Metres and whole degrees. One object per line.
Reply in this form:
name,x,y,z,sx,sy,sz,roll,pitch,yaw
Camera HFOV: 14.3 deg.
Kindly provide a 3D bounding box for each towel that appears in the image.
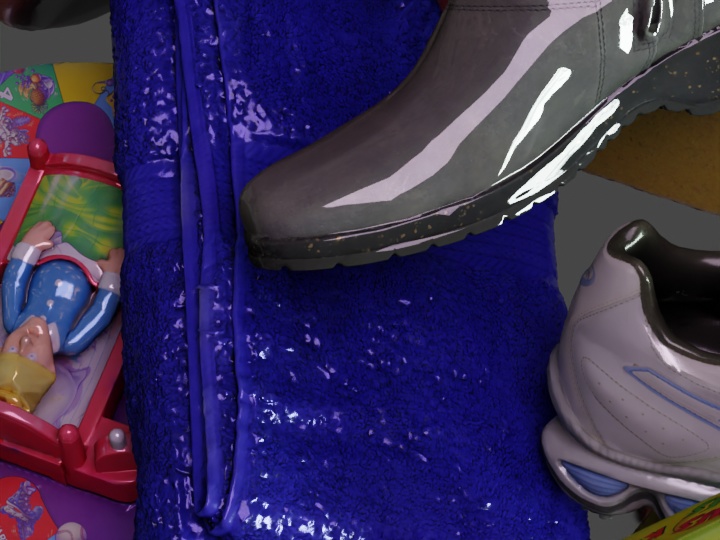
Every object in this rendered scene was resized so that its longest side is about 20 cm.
towel,0.000,0.000,0.855,0.147,0.050,0.201,6,65,-22

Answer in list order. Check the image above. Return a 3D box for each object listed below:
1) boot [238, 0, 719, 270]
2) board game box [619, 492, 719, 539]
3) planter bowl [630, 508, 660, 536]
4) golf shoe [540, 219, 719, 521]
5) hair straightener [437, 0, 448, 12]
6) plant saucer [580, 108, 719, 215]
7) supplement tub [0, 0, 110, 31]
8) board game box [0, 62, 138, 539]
boot,0.038,-0.091,0.797,0.199,0.068,0.131,-26,107,-9
board game box,0.112,0.112,0.783,0.199,0.048,0.102,-29,90,21
planter bowl,0.160,0.145,0.853,0.199,0.083,0.202,1,95,6
golf shoe,0.151,0.035,0.807,0.199,0.098,0.079,6,43,4
hair straightener,0.040,-0.129,0.920,0.077,0.041,0.201,4,40,-30
plant saucer,0.183,-0.095,0.874,0.199,0.049,0.200,20,63,29
supplement tub,-0.113,-0.184,0.901,0.107,0.107,0.201,-28,84,-17
board game box,-0.088,0.017,0.864,0.157,0.039,0.201,-23,68,-9
